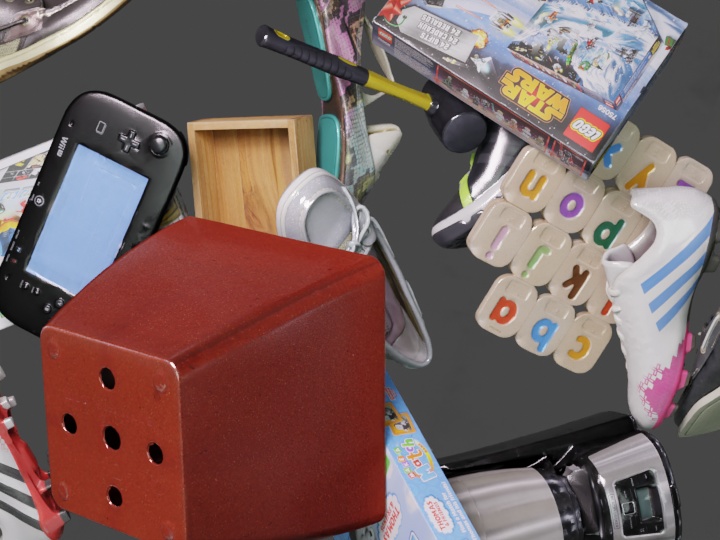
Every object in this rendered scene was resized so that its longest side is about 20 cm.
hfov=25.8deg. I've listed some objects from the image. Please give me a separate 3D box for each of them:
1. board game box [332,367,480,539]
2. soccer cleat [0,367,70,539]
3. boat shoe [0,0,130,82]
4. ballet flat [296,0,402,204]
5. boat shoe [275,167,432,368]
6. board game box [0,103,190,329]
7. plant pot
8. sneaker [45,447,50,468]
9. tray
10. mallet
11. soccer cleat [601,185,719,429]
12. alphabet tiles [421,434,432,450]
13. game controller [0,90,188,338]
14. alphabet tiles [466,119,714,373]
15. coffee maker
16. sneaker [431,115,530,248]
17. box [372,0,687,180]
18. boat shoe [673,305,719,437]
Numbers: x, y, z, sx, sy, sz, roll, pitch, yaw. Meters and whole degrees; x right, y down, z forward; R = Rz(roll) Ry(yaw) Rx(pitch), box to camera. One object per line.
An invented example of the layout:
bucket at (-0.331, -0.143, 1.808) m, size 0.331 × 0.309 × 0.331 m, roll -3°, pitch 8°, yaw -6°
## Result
board game box at (0.027, 0.191, 1.167) m, size 0.036 × 0.201 × 0.152 m, roll -12°, pitch 141°, yaw -26°
soccer cleat at (-0.312, 0.146, 1.292) m, size 0.085 × 0.069 × 0.201 m, roll -27°, pitch 103°, yaw 2°
boat shoe at (-0.267, -0.191, 1.226) m, size 0.199 × 0.073 × 0.065 m, roll -28°, pitch 104°, yaw 6°
ballet flat at (-0.005, -0.131, 1.241) m, size 0.070 × 0.069 × 0.202 m, roll -9°, pitch 100°, yaw -18°
boat shoe at (-0.001, 0.002, 1.211) m, size 0.074 × 0.065 × 0.203 m, roll -46°, pitch 135°, yaw -20°
board game box at (-0.244, -0.039, 1.272) m, size 0.198 × 0.035 × 0.127 m, roll -21°, pitch 100°, yaw 5°
plant pot at (-0.112, 0.090, 1.103) m, size 0.199 × 0.176 × 0.202 m, roll 12°, pitch 110°, yaw 36°
sneaker at (-0.163, 0.196, 1.294) m, size 0.198 × 0.076 × 0.116 m, roll 6°, pitch 114°, yaw 12°
tray at (-0.079, -0.021, 1.255) m, size 0.098 × 0.037 × 0.202 m, roll 1°, pitch 101°, yaw 26°
mallet at (0.012, -0.137, 1.181) m, size 0.199 × 0.066 × 0.041 m, roll 13°, pitch 123°, yaw -36°
soccer cleat at (0.224, 0.026, 1.236) m, size 0.085 × 0.070 × 0.202 m, roll 9°, pitch 110°, yaw -3°
alphabet tiles at (-0.060, 0.092, 1.247) m, size 0.166 × 0.008 × 0.201 m, roll -19°, pitch 116°, yaw 30°
game controller at (-0.212, -0.037, 1.233) m, size 0.104 × 0.042 × 0.201 m, roll 24°, pitch 100°, yaw -5°
alphabet tiles at (0.183, -0.020, 1.240) m, size 0.199 × 0.015 × 0.197 m, roll 25°, pitch 103°, yaw -26°
coffee maker at (0.129, 0.182, 1.252) m, size 0.198 × 0.192 × 0.136 m, roll -12°, pitch 116°, yaw -17°
sneaker at (0.121, -0.104, 1.249) m, size 0.200 × 0.072 × 0.083 m, roll -44°, pitch 72°, yaw 7°
box at (0.126, -0.179, 1.189) m, size 0.199 × 0.040 × 0.137 m, roll 34°, pitch 75°, yaw 10°
boat shoe at (0.294, 0.067, 1.231) m, size 0.071 × 0.201 × 0.068 m, roll -7°, pitch 57°, yaw -17°
